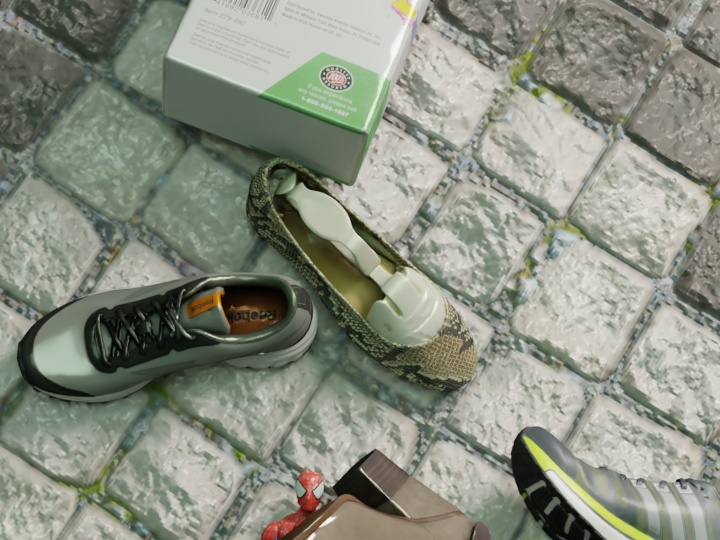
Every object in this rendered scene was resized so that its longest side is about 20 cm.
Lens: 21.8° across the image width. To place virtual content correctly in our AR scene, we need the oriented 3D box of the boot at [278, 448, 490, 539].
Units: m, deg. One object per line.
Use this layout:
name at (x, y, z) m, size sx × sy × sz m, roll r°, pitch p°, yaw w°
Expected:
boot at (0.016, 0.203, 1.139) m, size 0.146 × 0.070 × 0.200 m, roll 51°, pitch 45°, yaw -1°

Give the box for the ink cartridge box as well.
ink cartridge box at (-0.033, -0.180, 1.276) m, size 0.144 × 0.088 × 0.201 m, roll 20°, pitch 66°, yaw 2°

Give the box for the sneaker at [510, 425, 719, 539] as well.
sneaker at (0.185, 0.160, 1.207) m, size 0.200 × 0.074 × 0.081 m, roll 37°, pitch 67°, yaw 1°

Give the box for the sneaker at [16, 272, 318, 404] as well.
sneaker at (-0.126, 0.035, 1.219) m, size 0.199 × 0.079 × 0.074 m, roll -11°, pitch 75°, yaw -5°

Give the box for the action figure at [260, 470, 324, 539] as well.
action figure at (-0.038, 0.225, 1.181) m, size 0.065 × 0.052 × 0.201 m, roll 3°, pitch 70°, yaw 1°

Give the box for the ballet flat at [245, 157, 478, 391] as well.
ballet flat at (0.000, 0.000, 1.237) m, size 0.200 × 0.075 × 0.068 m, roll 44°, pitch 72°, yaw 10°
